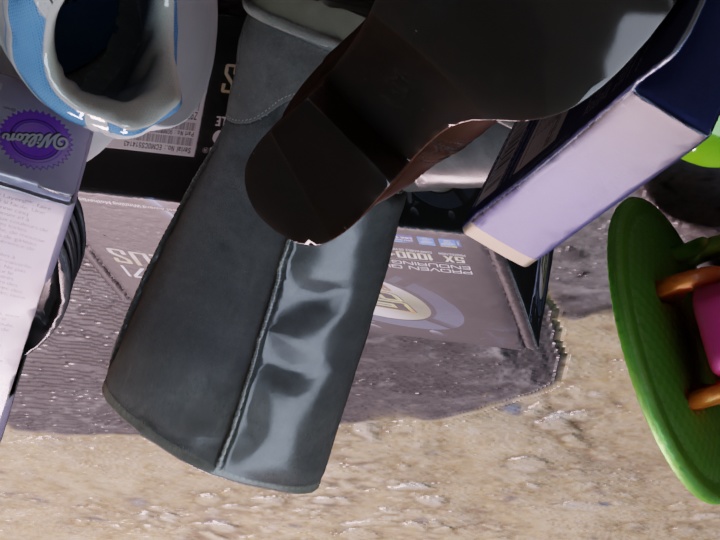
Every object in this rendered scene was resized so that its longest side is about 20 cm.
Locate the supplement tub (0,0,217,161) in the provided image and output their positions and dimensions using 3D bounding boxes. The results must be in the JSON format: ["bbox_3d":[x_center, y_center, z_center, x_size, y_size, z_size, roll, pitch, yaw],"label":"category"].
[{"bbox_3d":[-0.167,-0.102,0.974,0.199,0.145,0.144,-7,154,21],"label":"supplement tub"}]

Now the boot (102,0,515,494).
[{"bbox_3d":[0.002,0.000,0.987,0.181,0.201,0.073,26,-160,18],"label":"boot"}]

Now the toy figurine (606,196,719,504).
[{"bbox_3d":[0.236,0.013,1.218,0.183,0.151,0.200,-18,171,22],"label":"toy figurine"}]

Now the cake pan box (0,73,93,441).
[{"bbox_3d":[-0.200,-0.016,0.933,0.199,0.053,0.184,15,145,-6],"label":"cake pan box"}]

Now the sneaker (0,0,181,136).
[{"bbox_3d":[-0.088,-0.132,0.809,0.072,0.072,0.201,31,142,39],"label":"sneaker"}]

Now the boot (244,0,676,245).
[{"bbox_3d":[0.061,-0.106,0.836,0.186,0.200,0.064,-31,101,39],"label":"boot"}]

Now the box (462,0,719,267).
[{"bbox_3d":[0.097,-0.079,0.815,0.032,0.121,0.200,30,162,-5],"label":"box"}]

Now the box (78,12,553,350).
[{"bbox_3d":[-0.022,-0.038,1.115,0.199,0.087,0.164,7,164,11],"label":"box"}]

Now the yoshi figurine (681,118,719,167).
[{"bbox_3d":[0.180,-0.059,0.924,0.199,0.113,0.112,13,169,20],"label":"yoshi figurine"}]
